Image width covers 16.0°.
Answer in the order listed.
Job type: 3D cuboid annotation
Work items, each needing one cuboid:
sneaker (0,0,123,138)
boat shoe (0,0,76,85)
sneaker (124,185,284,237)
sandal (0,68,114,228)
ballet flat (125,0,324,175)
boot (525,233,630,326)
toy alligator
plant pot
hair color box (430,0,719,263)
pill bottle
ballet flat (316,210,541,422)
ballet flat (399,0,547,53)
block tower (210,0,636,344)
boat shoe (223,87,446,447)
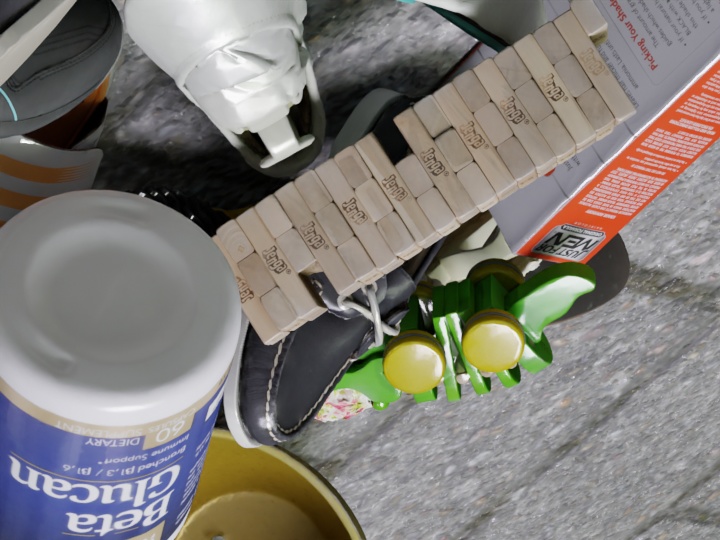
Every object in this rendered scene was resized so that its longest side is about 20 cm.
[{"bbox_3d":[-0.172,-0.097,0.976,0.199,0.076,0.079,-7,142,-37],"label":"sneaker"},{"bbox_3d":[-0.131,-0.117,0.942,0.200,0.063,0.073,-48,-175,-9],"label":"boat shoe"},{"bbox_3d":[-0.084,0.012,1.218,0.090,0.070,0.200,-41,163,27],"label":"sneaker"},{"bbox_3d":[-0.158,-0.025,1.122,0.079,0.059,0.207,-4,143,-39],"label":"sandal"},{"bbox_3d":[-0.045,-0.083,1.062,0.069,0.070,0.200,-30,168,1],"label":"ballet flat"},{"bbox_3d":[0.048,0.010,1.380,0.199,0.074,0.075,-11,165,-21],"label":"boot"},{"bbox_3d":[0.023,0.043,1.239,0.199,0.059,0.054,-16,118,11],"label":"toy alligator"},{"bbox_3d":[-0.076,0.179,1.429,0.200,0.200,0.142,-35,176,10],"label":"plant pot"},{"bbox_3d":[0.133,-0.105,1.218,0.200,0.102,0.061,-44,149,27],"label":"hair color box"},{"bbox_3d":[-0.119,0.067,1.103,0.111,0.111,0.200,-16,150,-24],"label":"pill bottle"},{"bbox_3d":[0.043,-0.001,1.297,0.200,0.076,0.064,-45,-164,-17],"label":"ballet flat"},{"bbox_3d":[0.035,-0.142,1.117,0.069,0.070,0.200,-42,149,22],"label":"ballet flat"},{"bbox_3d":[0.029,-0.042,1.113,0.200,0.058,0.054,-34,177,3],"label":"block tower"},{"bbox_3d":[0.000,0.000,1.190,0.200,0.060,0.074,-60,149,-33],"label":"boat shoe"}]
